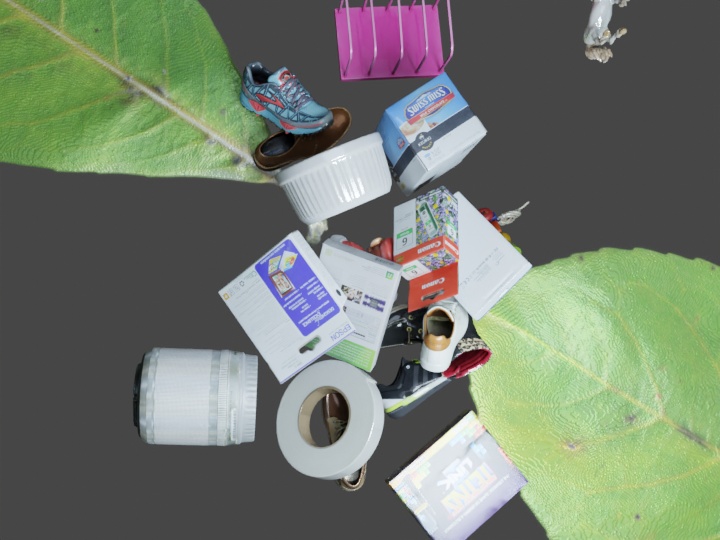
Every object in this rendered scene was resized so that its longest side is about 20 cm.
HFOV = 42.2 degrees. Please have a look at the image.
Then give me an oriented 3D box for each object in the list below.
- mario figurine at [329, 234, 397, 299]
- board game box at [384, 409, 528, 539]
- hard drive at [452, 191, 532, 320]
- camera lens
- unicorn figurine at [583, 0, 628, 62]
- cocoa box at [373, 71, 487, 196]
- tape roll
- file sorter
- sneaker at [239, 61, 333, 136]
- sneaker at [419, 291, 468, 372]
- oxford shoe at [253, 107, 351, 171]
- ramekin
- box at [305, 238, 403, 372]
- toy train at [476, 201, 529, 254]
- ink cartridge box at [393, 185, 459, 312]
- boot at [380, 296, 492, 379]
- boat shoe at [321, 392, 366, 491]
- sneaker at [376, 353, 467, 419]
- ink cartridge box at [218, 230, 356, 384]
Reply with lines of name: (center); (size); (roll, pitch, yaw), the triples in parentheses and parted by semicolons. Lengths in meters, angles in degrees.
mario figurine: (0.000, 0.000, 1.690); (0.199, 0.106, 0.124); (-14, 121, 1)
board game box: (0.170, 0.375, 1.659); (0.200, 0.057, 0.166); (-39, 88, -10)
hard drive: (0.186, -0.027, 1.621); (0.132, 0.025, 0.200); (-46, 56, 9)
camera lens: (-0.276, 0.212, 1.569); (0.199, 0.160, 0.161); (3, 82, -7)
unicorn figurine: (0.471, -0.500, 1.790); (0.074, 0.137, 0.201); (25, 94, -13)
cocoa box: (0.114, -0.238, 1.659); (0.133, 0.200, 0.132); (-33, 87, -11)
tape roll: (-0.053, 0.254, 1.597); (0.202, 0.037, 0.204); (-12, 65, 28)
file sorter: (0.062, -0.439, 1.717); (0.199, 0.125, 0.140); (-4, 83, -8)
sneaker: (-0.136, -0.308, 1.652); (0.199, 0.096, 0.079); (26, 46, 21)
sneaker: (0.145, 0.079, 1.573); (0.072, 0.200, 0.085); (7, 124, 8)
oxford shoe: (-0.100, -0.243, 1.699); (0.199, 0.071, 0.072); (-30, 85, -12)
ramekin: (-0.040, -0.157, 1.636); (0.199, 0.200, 0.106); (-23, 95, -10)
box: (-0.019, 0.061, 1.615); (0.144, 0.036, 0.201); (21, 112, 12)
toy train: (0.252, -0.055, 1.686); (0.199, 0.085, 0.116); (-29, 42, -10)
ink cartridge box: (0.112, -0.038, 1.601); (0.050, 0.109, 0.201); (37, 43, -39)
boot: (0.122, 0.125, 1.641); (0.199, 0.074, 0.151); (-14, 42, -15)
boat shoe: (-0.023, 0.286, 1.636); (0.075, 0.072, 0.201); (-11, 84, -9)
sneaker: (0.109, 0.182, 1.668); (0.200, 0.072, 0.083); (-36, 87, -10)
ink cartridge box: (-0.123, 0.065, 1.613); (0.198, 0.043, 0.201); (-36, 87, 29)
